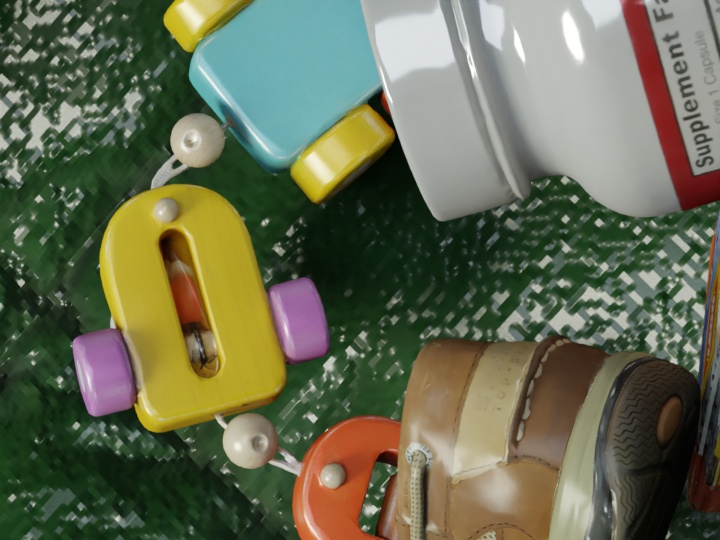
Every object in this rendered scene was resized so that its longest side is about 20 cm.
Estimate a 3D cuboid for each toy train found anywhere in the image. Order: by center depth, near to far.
[{"bbox_3d":[0.000,0.000,0.835,0.149,0.056,0.201,12,77,-6],"label":"toy train"}]

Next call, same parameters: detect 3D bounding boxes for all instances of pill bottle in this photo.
[{"bbox_3d":[0.103,-0.079,0.763,0.199,0.112,0.113,-15,80,8],"label":"pill bottle"}]

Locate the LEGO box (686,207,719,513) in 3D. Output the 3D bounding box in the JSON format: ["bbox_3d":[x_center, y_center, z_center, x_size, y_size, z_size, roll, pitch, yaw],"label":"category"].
[{"bbox_3d":[0.183,0.010,0.690,0.199,0.149,0.078,7,67,4],"label":"LEGO box"}]

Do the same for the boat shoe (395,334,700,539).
[{"bbox_3d":[0.034,0.091,0.756,0.073,0.076,0.201,18,130,13],"label":"boat shoe"}]
